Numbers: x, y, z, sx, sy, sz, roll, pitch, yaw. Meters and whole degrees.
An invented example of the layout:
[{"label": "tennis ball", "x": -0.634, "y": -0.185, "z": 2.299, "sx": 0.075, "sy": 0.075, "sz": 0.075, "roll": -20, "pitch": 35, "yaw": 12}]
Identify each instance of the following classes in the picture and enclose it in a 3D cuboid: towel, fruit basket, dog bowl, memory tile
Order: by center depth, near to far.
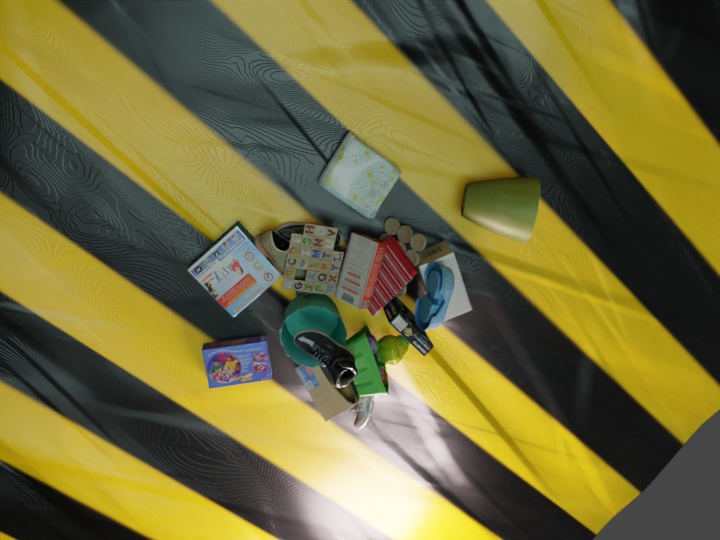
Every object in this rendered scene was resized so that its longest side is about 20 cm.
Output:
[{"label": "towel", "x": -0.001, "y": -0.265, "z": 1.593, "sx": 0.198, "sy": 0.048, "sz": 0.173, "roll": 32, "pitch": 100, "yaw": -18}, {"label": "dog bowl", "x": 0.213, "y": 0.076, "z": 1.596, "sx": 0.048, "sy": 0.112, "sz": 0.204, "roll": 7, "pitch": 111, "yaw": -22}, {"label": "towel", "x": 0.065, "y": 0.016, "z": 1.656, "sx": 0.200, "sy": 0.022, "sz": 0.146, "roll": -46, "pitch": 68, "yaw": 23}, {"label": "memory tile", "x": 0.105, "y": -0.038, "z": 1.658, "sx": 0.152, "sy": 0.017, "sz": 0.204, "roll": 32, "pitch": 109, "yaw": 28}, {"label": "fruit basket", "x": 0.063, "y": 0.267, "z": 1.736, "sx": 0.210, "sy": 0.156, "sz": 0.222, "roll": 0, "pitch": 96, "yaw": 4}]

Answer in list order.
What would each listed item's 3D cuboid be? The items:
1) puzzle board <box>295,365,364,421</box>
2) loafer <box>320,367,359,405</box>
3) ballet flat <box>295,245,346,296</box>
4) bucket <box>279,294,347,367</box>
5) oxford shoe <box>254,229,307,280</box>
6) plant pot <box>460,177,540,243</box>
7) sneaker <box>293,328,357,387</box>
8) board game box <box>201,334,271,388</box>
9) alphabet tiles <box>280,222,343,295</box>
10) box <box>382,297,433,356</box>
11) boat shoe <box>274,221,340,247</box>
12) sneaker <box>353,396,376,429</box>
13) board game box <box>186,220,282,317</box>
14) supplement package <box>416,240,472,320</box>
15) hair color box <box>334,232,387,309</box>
[{"label": "puzzle board", "x": -0.099, "y": 0.365, "z": 1.801, "sx": 0.149, "sy": 0.017, "sz": 0.203, "roll": -29, "pitch": 96, "yaw": 8}, {"label": "loafer", "x": -0.067, "y": 0.333, "z": 1.749, "sx": 0.073, "sy": 0.072, "sz": 0.200, "roll": -42, "pitch": 94, "yaw": 8}, {"label": "ballet flat", "x": -0.106, "y": 0.017, "z": 1.676, "sx": 0.200, "sy": 0.068, "sz": 0.075, "roll": -47, "pitch": 126, "yaw": 7}, {"label": "bucket", "x": -0.144, "y": 0.173, "z": 1.685, "sx": 0.202, "sy": 0.135, "sz": 0.212, "roll": -2, "pitch": 110, "yaw": -7}, {"label": "oxford shoe", "x": -0.214, "y": -0.039, "z": 1.610, "sx": 0.073, "sy": 0.072, "sz": 0.200, "roll": -20, "pitch": 132, "yaw": 36}, {"label": "plant pot", "x": 0.396, "y": -0.189, "z": 1.625, "sx": 0.195, "sy": 0.188, "sz": 0.192, "roll": 9, "pitch": 110, "yaw": 4}, {"label": "sneaker", "x": -0.095, "y": 0.245, "z": 1.570, "sx": 0.199, "sy": 0.147, "sz": 0.078, "roll": 26, "pitch": 106, "yaw": -16}, {"label": "board game box", "x": -0.381, "y": 0.284, "z": 1.739, "sx": 0.195, "sy": 0.045, "sz": 0.138, "roll": -7, "pitch": 111, "yaw": -6}, {"label": "alphabet tiles", "x": -0.131, "y": -0.032, "z": 1.606, "sx": 0.163, "sy": 0.008, "sz": 0.205, "roll": 7, "pitch": 108, "yaw": -21}, {"label": "box", "x": 0.132, "y": 0.149, "z": 1.683, "sx": 0.046, "sy": 0.201, "sz": 0.159, "roll": -42, "pitch": 112, "yaw": 8}, {"label": "boat shoe", "x": -0.152, "y": -0.099, "z": 1.624, "sx": 0.195, "sy": 0.057, "sz": 0.070, "roll": 2, "pitch": 110, "yaw": -9}, {"label": "sneaker", "x": 0.009, "y": 0.424, "z": 1.846, "sx": 0.080, "sy": 0.075, "sz": 0.204, "roll": 18, "pitch": 102, "yaw": 2}, {"label": "board game box", "x": -0.363, "y": -0.003, "z": 1.630, "sx": 0.199, "sy": 0.056, "sz": 0.197, "roll": -38, "pitch": 111, "yaw": 6}, {"label": "supplement package", "x": 0.246, "y": 0.034, "z": 1.701, "sx": 0.115, "sy": 0.118, "sz": 0.204, "roll": -21, "pitch": 112, "yaw": 1}, {"label": "hair color box", "x": 0.000, "y": 0.000, "z": 1.646, "sx": 0.100, "sy": 0.061, "sz": 0.204, "roll": 23, "pitch": 102, "yaw": 29}]
